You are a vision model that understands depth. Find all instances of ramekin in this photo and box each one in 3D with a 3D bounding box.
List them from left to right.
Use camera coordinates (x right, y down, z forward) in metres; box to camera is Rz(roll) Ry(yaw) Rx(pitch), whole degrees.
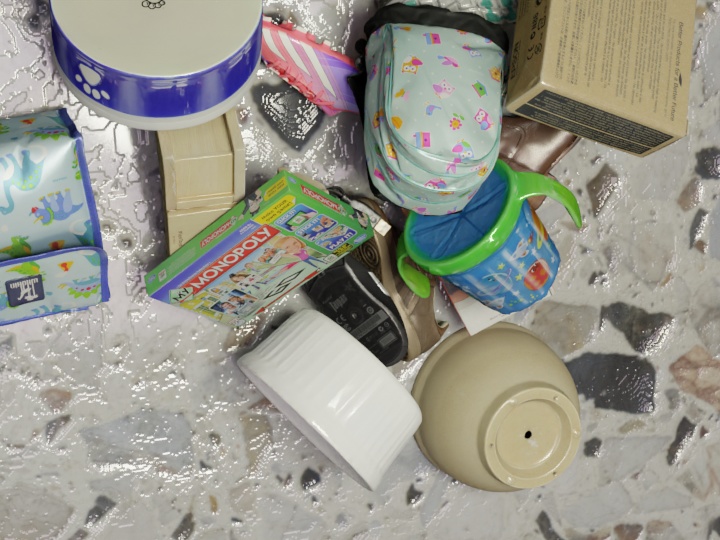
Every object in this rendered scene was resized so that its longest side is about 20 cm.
[{"bbox_3d":[-0.028,0.132,1.240,0.098,0.200,0.201,-46,111,-12],"label":"ramekin"}]

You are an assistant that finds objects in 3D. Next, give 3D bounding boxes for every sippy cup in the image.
[{"bbox_3d":[0.135,-0.026,1.197,0.130,0.178,0.140,42,70,-36],"label":"sippy cup"}]

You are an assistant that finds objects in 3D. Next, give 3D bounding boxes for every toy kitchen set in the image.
[{"bbox_3d":[-0.132,-0.119,1.212,0.163,0.181,0.200,-8,144,-12],"label":"toy kitchen set"}]

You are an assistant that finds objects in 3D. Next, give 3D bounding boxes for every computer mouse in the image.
[{"bbox_3d":[0.000,0.000,1.253,0.200,0.046,0.140,46,121,1],"label":"computer mouse"}]

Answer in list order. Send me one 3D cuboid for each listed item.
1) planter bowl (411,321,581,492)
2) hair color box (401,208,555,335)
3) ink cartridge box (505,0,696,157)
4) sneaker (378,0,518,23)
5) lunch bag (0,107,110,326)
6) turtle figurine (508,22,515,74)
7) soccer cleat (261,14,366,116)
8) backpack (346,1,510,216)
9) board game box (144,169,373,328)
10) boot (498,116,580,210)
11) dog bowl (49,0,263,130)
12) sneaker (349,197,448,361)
[{"bbox_3d":[0.173,0.172,1.342,0.200,0.135,0.201,-4,103,-18],"label":"planter bowl"},{"bbox_3d":[0.125,-0.038,1.291,0.111,0.064,0.200,-27,117,7],"label":"hair color box"},{"bbox_3d":[0.236,-0.229,1.123,0.164,0.075,0.200,17,69,-19],"label":"ink cartridge box"},{"bbox_3d":[0.106,-0.300,1.214,0.199,0.091,0.078,-13,136,8],"label":"sneaker"},{"bbox_3d":[-0.344,-0.039,1.141,0.170,0.127,0.200,-13,119,-17],"label":"lunch bag"},{"bbox_3d":[0.213,-0.246,1.250,0.150,0.101,0.200,-29,84,13],"label":"turtle figurine"},{"bbox_3d":[-0.047,-0.207,1.225,0.200,0.067,0.077,20,100,-23],"label":"soccer cleat"},{"bbox_3d":[0.068,-0.158,1.136,0.166,0.127,0.200,7,66,-3],"label":"backpack"},{"bbox_3d":[-0.104,-0.016,1.187,0.200,0.029,0.134,-34,145,25],"label":"board game box"},{"bbox_3d":[0.149,-0.182,1.297,0.200,0.064,0.187,24,93,-17],"label":"boot"},{"bbox_3d":[-0.192,-0.235,1.102,0.200,0.079,0.201,4,59,-6],"label":"dog bowl"},{"bbox_3d":[0.041,0.001,1.308,0.075,0.070,0.200,-30,114,-29],"label":"sneaker"}]
